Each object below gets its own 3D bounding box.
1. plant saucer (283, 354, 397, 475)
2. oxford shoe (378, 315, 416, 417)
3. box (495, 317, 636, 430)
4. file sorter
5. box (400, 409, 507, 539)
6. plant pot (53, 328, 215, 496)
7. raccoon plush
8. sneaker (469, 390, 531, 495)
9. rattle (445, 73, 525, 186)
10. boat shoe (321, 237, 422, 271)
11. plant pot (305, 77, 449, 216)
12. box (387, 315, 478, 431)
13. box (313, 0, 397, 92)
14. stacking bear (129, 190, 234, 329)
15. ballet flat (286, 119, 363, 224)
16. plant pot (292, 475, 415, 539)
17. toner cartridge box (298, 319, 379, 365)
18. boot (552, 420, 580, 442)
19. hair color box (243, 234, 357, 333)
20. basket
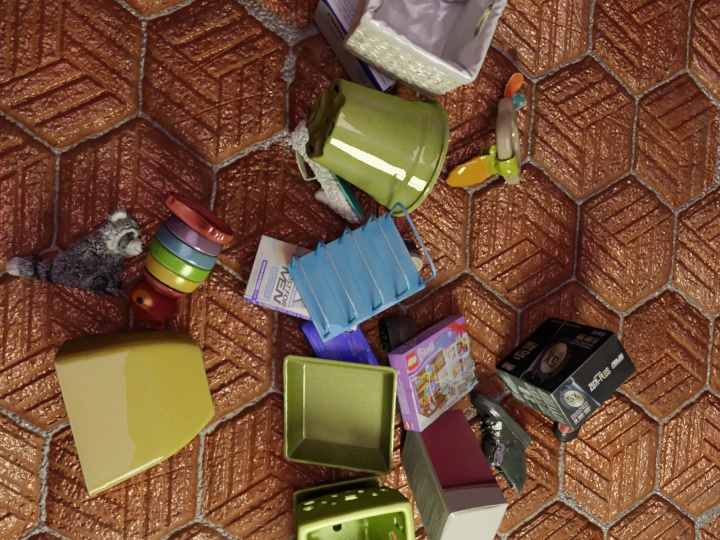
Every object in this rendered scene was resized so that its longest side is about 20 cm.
[{"bbox_3d":[-0.034,0.241,1.040,0.194,0.048,0.205,5,107,9],"label":"plant saucer"},{"bbox_3d":[0.092,0.183,1.105,0.082,0.072,0.206,-10,96,-19],"label":"oxford shoe"},{"bbox_3d":[0.374,0.183,1.118,0.163,0.200,0.087,-39,103,-10],"label":"box"},{"bbox_3d":[0.000,0.000,0.945,0.197,0.123,0.141,-27,84,-12],"label":"file sorter"},{"bbox_3d":[0.156,0.366,1.049,0.106,0.202,0.130,-3,127,-16],"label":"box"},{"bbox_3d":[-0.337,0.187,0.925,0.196,0.195,0.200,-15,97,-21],"label":"plant pot"},{"bbox_3d":[-0.439,-0.043,0.935,0.195,0.097,0.138,13,81,-16],"label":"raccoon plush"},{"bbox_3d":[0.265,0.334,1.166,0.199,0.060,0.105,42,77,-17],"label":"sneaker"},{"bbox_3d":[0.245,-0.264,1.148,0.129,0.141,0.206,12,72,-47],"label":"rattle"},{"bbox_3d":[0.015,-0.034,1.089,0.194,0.074,0.064,5,48,-10],"label":"boat shoe"},{"bbox_3d":[0.015,-0.215,0.978,0.181,0.199,0.206,17,88,-27],"label":"plant pot"},{"bbox_3d":[0.136,0.179,1.082,0.198,0.038,0.140,-22,102,-46],"label":"box"},{"bbox_3d":[0.049,-0.431,1.044,0.199,0.105,0.186,-38,101,-12],"label":"box"},{"bbox_3d":[-0.300,-0.006,0.965,0.120,0.114,0.202,34,95,3],"label":"stacking bear"},{"bbox_3d":[-0.064,-0.165,1.054,0.071,0.072,0.203,-31,98,-12],"label":"ballet flat"},{"bbox_3d":[-0.022,0.473,1.029,0.194,0.181,0.206,-5,95,-15],"label":"plant pot"},{"bbox_3d":[-0.025,0.163,1.084,0.094,0.043,0.203,-29,100,-12],"label":"toner cartridge box"},{"bbox_3d":[0.451,0.251,1.220,0.199,0.071,0.147,-38,141,-36],"label":"boot"},{"bbox_3d":[-0.090,0.024,1.022,0.195,0.065,0.112,17,78,-6],"label":"hair color box"},{"bbox_3d":[0.100,-0.404,0.923,0.196,0.161,0.203,23,87,-15],"label":"basket"}]
